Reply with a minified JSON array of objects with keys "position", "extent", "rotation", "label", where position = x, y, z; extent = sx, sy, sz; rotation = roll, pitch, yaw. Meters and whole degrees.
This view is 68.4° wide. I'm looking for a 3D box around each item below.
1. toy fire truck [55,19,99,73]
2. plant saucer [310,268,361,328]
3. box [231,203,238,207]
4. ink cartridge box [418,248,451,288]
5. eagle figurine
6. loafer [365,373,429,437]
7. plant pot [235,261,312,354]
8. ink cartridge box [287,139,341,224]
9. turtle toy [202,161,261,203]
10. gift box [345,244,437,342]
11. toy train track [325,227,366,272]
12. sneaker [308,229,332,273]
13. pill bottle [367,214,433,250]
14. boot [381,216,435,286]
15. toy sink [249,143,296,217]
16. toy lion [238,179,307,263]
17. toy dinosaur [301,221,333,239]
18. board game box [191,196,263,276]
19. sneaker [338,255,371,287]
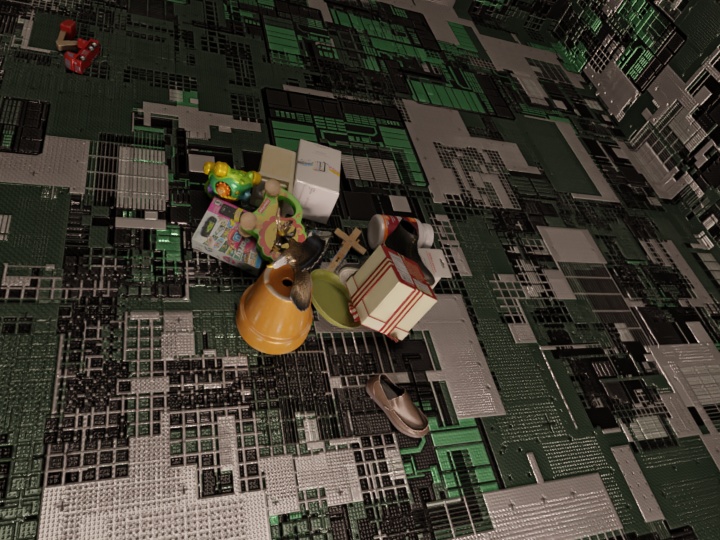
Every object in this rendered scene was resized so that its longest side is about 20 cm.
[{"position":[-0.946,-0.740,1.750],"extent":[0.138,0.049,0.203],"rotation":[17,49,-11],"label":"toy fire truck"},{"position":[-0.072,0.084,1.464],"extent":[0.198,0.031,0.202],"rotation":[34,29,-21],"label":"plant saucer"},{"position":[-0.314,-0.133,1.559],"extent":[0.197,0.042,0.039],"rotation":[27,47,-1],"label":"box"},{"position":[0.176,-0.006,1.666],"extent":[0.196,0.068,0.119],"rotation":[1,55,-23],"label":"ink cartridge box"},{"position":[-0.145,-0.022,1.230],"extent":[0.151,0.152,0.200],"rotation":[-43,56,-6],"label":"eagle figurine"},{"position":[0.097,0.340,1.345],"extent":[0.199,0.071,0.073],"rotation":[40,48,9],"label":"loafer"},{"position":[-0.203,0.077,1.341],"extent":[0.196,0.184,0.203],"rotation":[13,48,-15],"label":"plant pot"},{"position":[-0.149,-0.280,1.682],"extent":[0.142,0.148,0.203],"rotation":[13,49,-14],"label":"ink cartridge box"},{"position":[-0.385,-0.248,1.527],"extent":[0.144,0.103,0.198],"rotation":[10,2,-41],"label":"turtle toy"},{"position":[0.074,0.075,1.442],"extent":[0.183,0.187,0.202],"rotation":[27,27,-32],"label":"gift box"},{"position":[-0.055,-0.055,1.627],"extent":[0.114,0.033,0.201],"rotation":[37,52,-3],"label":"toy train track"},{"position":[-0.151,-0.048,1.557],"extent":[0.085,0.079,0.201],"rotation":[17,40,5],"label":"sneaker"},{"position":[0.130,-0.115,1.702],"extent":[0.196,0.114,0.115],"rotation":[3,52,-23],"label":"pill bottle"},{"position":[0.158,-0.048,1.552],"extent":[0.199,0.139,0.078],"rotation":[40,50,5],"label":"boot"},{"position":[-0.271,-0.265,1.626],"extent":[0.110,0.131,0.203],"rotation":[12,50,-15],"label":"toy sink"},{"position":[-0.223,-0.121,1.454],"extent":[0.190,0.069,0.202],"rotation":[33,63,-7],"label":"toy lion"},{"position":[-0.175,-0.122,1.551],"extent":[0.196,0.048,0.088],"rotation":[13,14,-4],"label":"toy dinosaur"},{"position":[-0.346,-0.095,1.475],"extent":[0.197,0.064,0.150],"rotation":[24,64,-5],"label":"board game box"},{"position":[0.000,0.000,1.566],"extent":[0.198,0.075,0.107],"rotation":[17,37,-43],"label":"sneaker"}]
